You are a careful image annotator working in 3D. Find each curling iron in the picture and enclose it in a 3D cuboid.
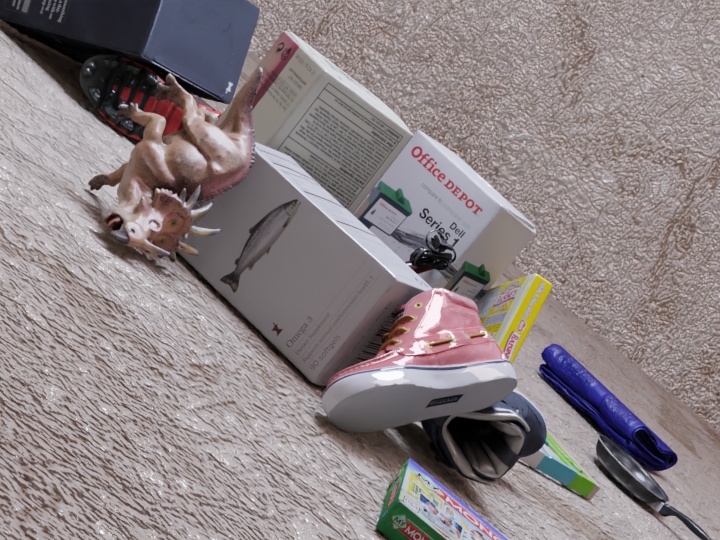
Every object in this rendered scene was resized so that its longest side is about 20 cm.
[{"bbox_3d":[0.000,0.000,1.743,0.199,0.050,0.026,-14,49,-22],"label":"curling iron"}]

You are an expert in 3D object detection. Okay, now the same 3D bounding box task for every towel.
[{"bbox_3d":[0.331,0.191,2.539,0.200,0.050,0.148,45,3,39],"label":"towel"}]

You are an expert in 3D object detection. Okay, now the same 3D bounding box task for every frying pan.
[{"bbox_3d":[0.351,0.267,2.244,0.190,0.031,0.115,44,9,9],"label":"frying pan"}]

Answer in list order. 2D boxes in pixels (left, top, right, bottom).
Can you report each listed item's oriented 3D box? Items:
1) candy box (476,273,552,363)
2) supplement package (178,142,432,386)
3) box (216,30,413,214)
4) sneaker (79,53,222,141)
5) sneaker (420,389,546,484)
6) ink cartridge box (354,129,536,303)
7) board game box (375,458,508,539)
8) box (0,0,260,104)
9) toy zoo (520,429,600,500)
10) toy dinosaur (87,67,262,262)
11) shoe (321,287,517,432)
[{"bbox_3d":[0.120,0.063,1.825,0.026,0.103,0.200,33,-15,-10],"label":"candy box"},{"bbox_3d":[-0.053,-0.005,1.625,0.200,0.117,0.117,42,9,21],"label":"supplement package"},{"bbox_3d":[-0.069,-0.101,1.771,0.128,0.200,0.109,33,10,-36],"label":"box"},{"bbox_3d":[-0.214,-0.166,1.958,0.200,0.071,0.098,28,2,-29],"label":"sneaker"},{"bbox_3d":[0.121,0.148,1.678,0.202,0.077,0.146,25,7,-37],"label":"sneaker"},{"bbox_3d":[0.054,-0.017,1.861,0.146,0.200,0.084,44,7,35],"label":"ink cartridge box"},{"bbox_3d":[0.100,0.225,1.376,0.200,0.029,0.135,39,9,-1],"label":"board game box"},{"bbox_3d":[-0.245,-0.274,1.996,0.199,0.118,0.196,18,-3,25],"label":"box"},{"bbox_3d":[0.160,0.167,1.978,0.200,0.021,0.131,32,11,-42],"label":"toy zoo"},{"bbox_3d":[-0.141,-0.081,1.553,0.136,0.199,0.086,45,-24,28],"label":"toy dinosaur"},{"bbox_3d":[0.036,0.072,1.542,0.199,0.072,0.091,-4,57,-40],"label":"shoe"}]
